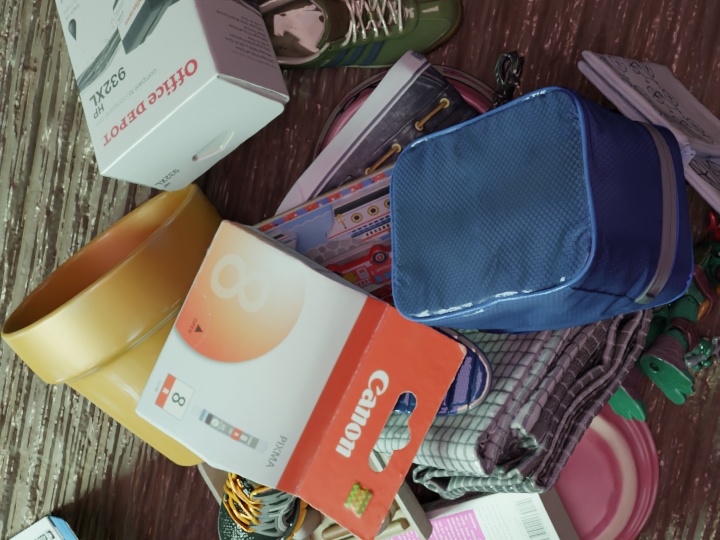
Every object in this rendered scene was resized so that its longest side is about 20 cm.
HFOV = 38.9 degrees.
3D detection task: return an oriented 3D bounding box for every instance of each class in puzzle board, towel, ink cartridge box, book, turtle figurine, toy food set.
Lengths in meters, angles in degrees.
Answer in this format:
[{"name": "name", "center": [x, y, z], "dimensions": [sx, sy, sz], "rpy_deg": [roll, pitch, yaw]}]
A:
[{"name": "puzzle board", "center": [0.000, 0.000, 0.811], "dimensions": [0.199, 0.017, 0.151], "rpy_deg": [-24, 127, 8]}, {"name": "towel", "center": [0.122, 0.090, 0.802], "dimensions": [0.086, 0.165, 0.200], "rpy_deg": [44, 65, -16]}, {"name": "ink cartridge box", "center": [-0.048, 0.079, 0.727], "dimensions": [0.199, 0.050, 0.163], "rpy_deg": [29, 96, 24]}, {"name": "book", "center": [0.100, 0.261, 0.883], "dimensions": [0.199, 0.048, 0.134], "rpy_deg": [-24, 92, 36]}, {"name": "ink cartridge box", "center": [-0.158, -0.188, 0.817], "dimensions": [0.145, 0.084, 0.201], "rpy_deg": [-32, 66, 30]}, {"name": "turtle figurine", "center": [0.280, 0.032, 0.842], "dimensions": [0.101, 0.150, 0.200], "rpy_deg": [37, 60, 18]}, {"name": "toy food set", "center": [-0.045, 0.197, 0.896], "dimensions": [0.200, 0.060, 0.144], "rpy_deg": [-29, 93, 36]}]

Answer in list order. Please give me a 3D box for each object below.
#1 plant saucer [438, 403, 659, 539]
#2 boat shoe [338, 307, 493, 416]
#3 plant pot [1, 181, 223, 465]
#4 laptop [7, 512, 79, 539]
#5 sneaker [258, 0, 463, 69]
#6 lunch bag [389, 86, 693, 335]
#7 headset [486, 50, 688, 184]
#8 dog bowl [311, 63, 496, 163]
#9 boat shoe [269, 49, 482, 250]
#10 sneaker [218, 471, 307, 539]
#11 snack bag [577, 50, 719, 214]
[{"name": "plant saucer", "center": [0.165, 0.182, 0.906], "dimensions": [0.199, 0.051, 0.202], "rpy_deg": [1, 97, 6]}, {"name": "boat shoe", "center": [0.012, 0.063, 0.773], "dimensions": [0.199, 0.072, 0.073], "rpy_deg": [13, 85, 25]}, {"name": "plant pot", "center": [-0.164, 0.057, 0.866], "dimensions": [0.200, 0.200, 0.184], "rpy_deg": [-33, 108, 10]}, {"name": "laptop", "center": [-0.277, 0.334, 0.943], "dimensions": [0.199, 0.116, 0.188], "rpy_deg": [-32, 92, 9]}, {"name": "sneaker", "center": [-0.013, -0.203, 0.853], "dimensions": [0.199, 0.090, 0.068], "rpy_deg": [-7, 96, 7]}, {"name": "lunch bag", "center": [0.119, -0.028, 0.699], "dimensions": [0.199, 0.132, 0.137], "rpy_deg": [-14, 71, 48]}, {"name": "headset", "center": [0.180, -0.109, 0.805], "dimensions": [0.199, 0.123, 0.095], "rpy_deg": [6, 96, -32]}, {"name": "dog bowl", "center": [0.050, -0.077, 0.872], "dimensions": [0.199, 0.074, 0.201], "rpy_deg": [1, 97, 6]}, {"name": "boat shoe", "center": [0.011, -0.069, 0.805], "dimensions": [0.091, 0.071, 0.200], "rpy_deg": [40, 99, 1]}, {"name": "sneaker", "center": [-0.079, 0.170, 0.839], "dimensions": [0.078, 0.077, 0.201], "rpy_deg": [40, 123, 22]}, {"name": "snack bag", "center": [0.263, -0.088, 0.764], "dimensions": [0.021, 0.188, 0.200], "rpy_deg": [-48, 68, 28]}]
